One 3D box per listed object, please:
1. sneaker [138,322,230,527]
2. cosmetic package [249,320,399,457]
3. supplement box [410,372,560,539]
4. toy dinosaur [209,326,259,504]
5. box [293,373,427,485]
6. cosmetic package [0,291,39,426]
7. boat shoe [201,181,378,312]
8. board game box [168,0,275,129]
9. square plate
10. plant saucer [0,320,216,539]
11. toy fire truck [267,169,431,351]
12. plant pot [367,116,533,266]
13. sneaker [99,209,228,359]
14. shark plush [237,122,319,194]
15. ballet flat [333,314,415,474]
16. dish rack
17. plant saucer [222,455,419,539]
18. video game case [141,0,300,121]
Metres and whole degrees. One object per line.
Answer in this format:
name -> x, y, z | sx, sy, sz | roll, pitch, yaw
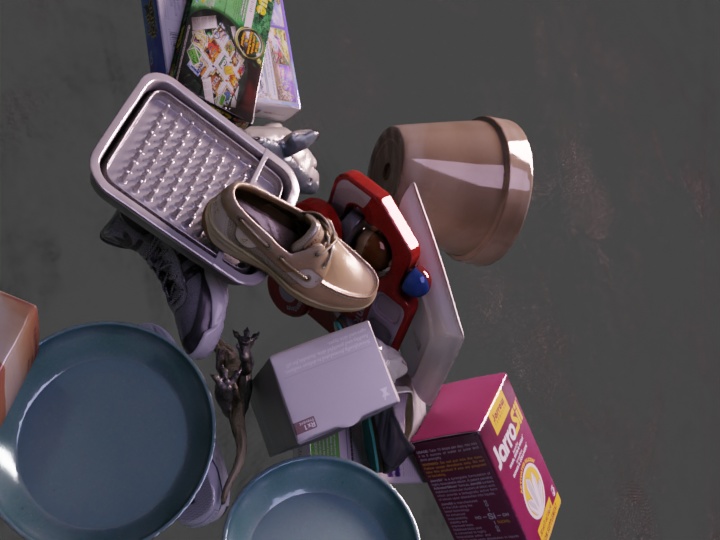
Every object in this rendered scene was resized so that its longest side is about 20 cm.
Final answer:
sneaker -> -0.181, 0.151, 0.780 | 0.072, 0.071, 0.203 | -21, 70, -2
cosmetic package -> -0.045, 0.122, 0.797 | 0.105, 0.200, 0.092 | -18, 77, -20
supplement box -> 0.160, 0.253, 1.008 | 0.203, 0.102, 0.131 | 64, 34, -14
toy dinosaur -> -0.122, 0.114, 0.779 | 0.046, 0.090, 0.202 | 2, 35, -11
box -> 0.003, 0.181, 0.963 | 0.197, 0.036, 0.148 | 12, 66, -42
cosmetic package -> -0.326, 0.115, 0.610 | 0.086, 0.104, 0.203 | 22, 58, -9
boat shoe -> -0.055, -0.022, 0.782 | 0.198, 0.065, 0.073 | 30, 53, -25
board game box -> -0.155, -0.271, 0.928 | 0.103, 0.023, 0.204 | 22, 61, -30
square plate -> 0.064, 0.035, 0.960 | 0.028, 0.201, 0.202 | -8, 61, -12
plant saucer -> -0.226, 0.146, 0.708 | 0.195, 0.036, 0.204 | 5, 65, -11
toy fire truck -> 0.000, 0.000, 0.905 | 0.167, 0.202, 0.112 | 37, 38, 18
plant pot -> 0.106, -0.118, 1.091 | 0.170, 0.200, 0.205 | 7, 68, -23
sneaker -> -0.201, -0.010, 0.812 | 0.112, 0.075, 0.204 | 11, 58, -38
shark plush -> -0.123, -0.122, 0.941 | 0.198, 0.090, 0.085 | -18, 116, -50
ballet flat -> 0.023, 0.130, 0.891 | 0.073, 0.072, 0.204 | -38, 123, -45
dish rack -> -0.164, -0.085, 0.805 | 0.199, 0.043, 0.174 | 36, 46, -21
plant saucer -> -0.038, 0.278, 0.796 | 0.195, 0.036, 0.202 | 6, 43, -5
video game case -> -0.169, -0.288, 0.968 | 0.179, 0.045, 0.205 | 0, 74, -39
